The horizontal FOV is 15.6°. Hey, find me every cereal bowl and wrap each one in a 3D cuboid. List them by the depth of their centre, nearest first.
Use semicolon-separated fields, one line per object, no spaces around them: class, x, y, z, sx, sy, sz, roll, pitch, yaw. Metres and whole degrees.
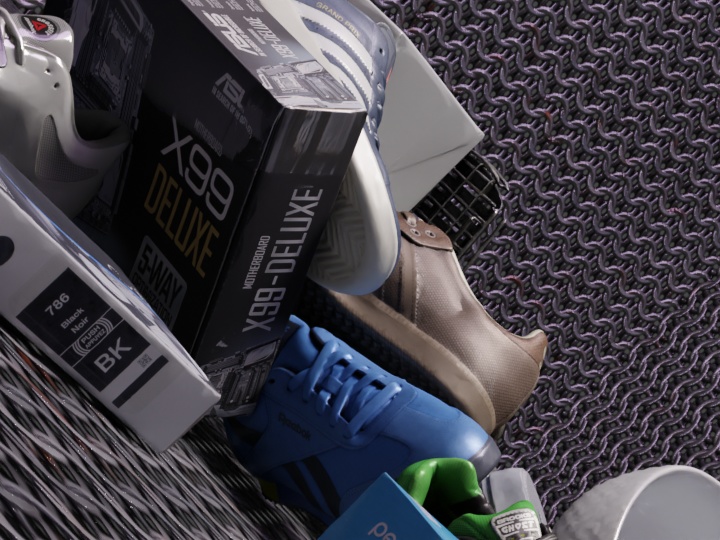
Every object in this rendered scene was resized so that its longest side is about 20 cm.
cereal bowl;0.139;0.201;1.317;0.200;0.083;0.201;24;59;-50

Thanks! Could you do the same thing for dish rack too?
dish rack;0.012;0.023;1.430;0.054;0.200;0.153;38;4;-24

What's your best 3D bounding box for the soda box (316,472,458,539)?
soda box;0.049;0.161;0.878;0.200;0.068;0.064;47;2;43

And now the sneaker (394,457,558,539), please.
sneaker;0.053;0.139;0.996;0.078;0.086;0.200;-3;26;-30

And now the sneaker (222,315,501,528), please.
sneaker;-0.012;0.064;1.159;0.200;0.066;0.079;7;-53;63

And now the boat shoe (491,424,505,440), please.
boat shoe;-0.021;0.042;1.281;0.201;0.072;0.060;12;36;-19

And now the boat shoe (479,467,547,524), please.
boat shoe;0.057;0.170;1.113;0.200;0.071;0.072;-97;163;-54

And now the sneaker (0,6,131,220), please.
sneaker;-0.171;-0.089;1.108;0.074;0.088;0.200;49;3;41

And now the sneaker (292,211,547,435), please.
sneaker;0.000;0.000;1.235;0.200;0.075;0.071;45;-36;10

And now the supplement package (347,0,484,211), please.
supplement package;-0.060;-0.059;1.364;0.111;0.200;0.156;45;1;25

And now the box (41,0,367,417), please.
box;-0.088;-0.054;1.188;0.050;0.158;0.200;1;32;-37

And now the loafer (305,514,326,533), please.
loafer;0.005;0.109;1.319;0.200;0.070;0.070;43;2;11

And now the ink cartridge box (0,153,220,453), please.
ink cartridge box;-0.136;-0.015;0.986;0.200;0.039;0.099;46;2;-46

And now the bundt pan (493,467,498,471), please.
bundt pan;0.075;0.167;1.442;0.202;0.076;0.202;51;1;-1

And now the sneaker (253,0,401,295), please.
sneaker;-0.011;-0.074;1.199;0.084;0.075;0.201;2;51;-38
